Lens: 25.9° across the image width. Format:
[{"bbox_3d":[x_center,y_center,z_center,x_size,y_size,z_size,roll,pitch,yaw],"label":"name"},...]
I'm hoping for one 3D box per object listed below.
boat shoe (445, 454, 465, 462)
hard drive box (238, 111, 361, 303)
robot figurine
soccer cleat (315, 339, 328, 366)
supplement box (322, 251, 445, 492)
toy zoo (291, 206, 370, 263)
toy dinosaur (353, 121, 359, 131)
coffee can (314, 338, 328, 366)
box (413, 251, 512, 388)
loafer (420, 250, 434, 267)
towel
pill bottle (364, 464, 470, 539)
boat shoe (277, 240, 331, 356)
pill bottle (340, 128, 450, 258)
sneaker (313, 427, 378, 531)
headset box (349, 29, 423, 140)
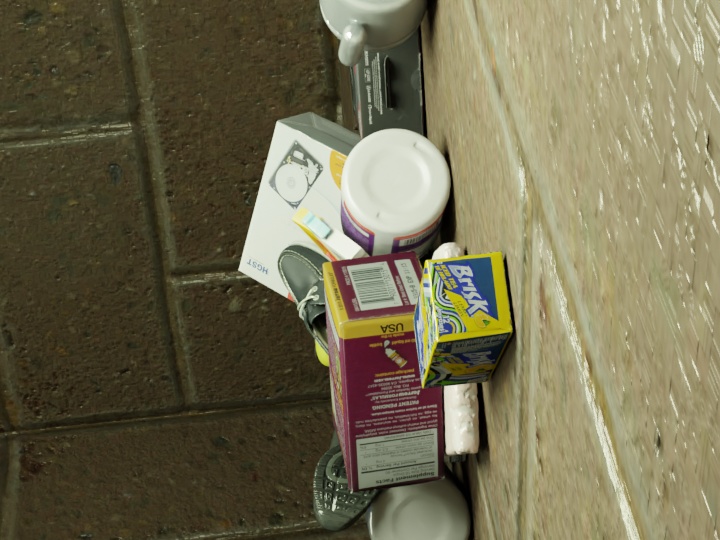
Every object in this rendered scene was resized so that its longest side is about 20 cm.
[{"bbox_3d":[0.070,0.137,1.743,0.201,0.069,0.071,-99,4,-48],"label":"boat shoe"},{"bbox_3d":[-0.042,-0.062,1.848,0.077,0.155,0.201,-24,-45,-55],"label":"hard drive box"},{"bbox_3d":[0.015,-0.293,1.585,0.200,0.112,0.170,97,-165,-77],"label":"robot figurine"},{"bbox_3d":[-0.024,0.038,2.091,0.084,0.065,0.201,-8,-55,-57],"label":"soccer cleat"},{"bbox_3d":[0.024,0.101,1.578,0.131,0.103,0.201,-109,14,-60],"label":"supplement box"},{"bbox_3d":[0.000,0.000,1.680,0.200,0.020,0.131,47,173,-36],"label":"toy zoo"},{"bbox_3d":[0.038,-0.116,1.922,0.086,0.135,0.200,-57,-18,7],"label":"toy dinosaur"},{"bbox_3d":[-0.002,0.022,2.243,0.147,0.145,0.201,90,174,-65],"label":"coffee can"},{"bbox_3d":[0.084,0.046,1.321,0.200,0.064,0.070,96,168,-75],"label":"box"},{"bbox_3d":[0.053,0.004,1.834,0.201,0.070,0.069,-138,43,-86],"label":"loafer"},{"bbox_3d":[0.092,0.086,1.568,0.191,0.032,0.201,96,169,-81],"label":"towel"},{"bbox_3d":[0.059,0.264,1.778,0.200,0.113,0.114,-120,25,-85],"label":"pill bottle"},{"bbox_3d":[-0.034,0.048,1.786,0.200,0.060,0.076,45,129,20],"label":"boat shoe"},{"bbox_3d":[0.034,-0.067,1.655,0.200,0.111,0.112,97,168,-76],"label":"pill bottle"},{"bbox_3d":[-0.008,0.218,1.725,0.200,0.076,0.091,-68,-7,-49],"label":"sneaker"},{"bbox_3d":[0.027,-0.237,1.829,0.200,0.077,0.150,-98,4,-69],"label":"headset box"}]
